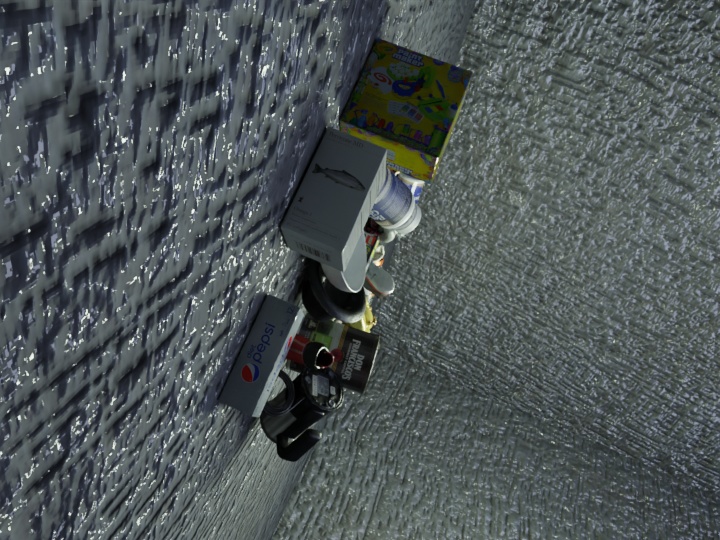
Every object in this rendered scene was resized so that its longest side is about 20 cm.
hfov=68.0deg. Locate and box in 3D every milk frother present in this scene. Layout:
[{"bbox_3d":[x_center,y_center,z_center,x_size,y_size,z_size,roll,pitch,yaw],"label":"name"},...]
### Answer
[{"bbox_3d":[-0.174,0.301,1.196,0.188,0.199,0.181,-44,-165,32],"label":"milk frother"}]

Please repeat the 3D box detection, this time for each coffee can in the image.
[{"bbox_3d":[-0.067,0.200,1.304,0.146,0.197,0.149,17,90,-89],"label":"coffee can"}]

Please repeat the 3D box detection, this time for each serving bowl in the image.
[{"bbox_3d":[-0.047,-0.052,1.158,0.200,0.065,0.204,-5,90,-72],"label":"serving bowl"}]

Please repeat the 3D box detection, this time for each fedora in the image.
[{"bbox_3d":[-0.074,0.050,1.220,0.091,0.201,0.201,-34,-170,26],"label":"fedora"}]

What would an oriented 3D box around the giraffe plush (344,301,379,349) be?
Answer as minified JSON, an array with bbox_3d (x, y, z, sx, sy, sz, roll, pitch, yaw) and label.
[{"bbox_3d":[-0.016,0.162,1.675,0.174,0.198,0.163,-63,179,27],"label":"giraffe plush"}]

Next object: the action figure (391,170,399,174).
[{"bbox_3d":[0.061,-0.230,1.341,0.194,0.199,0.105,-48,-141,11],"label":"action figure"}]

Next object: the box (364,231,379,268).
[{"bbox_3d":[-0.038,-0.010,1.335,0.035,0.108,0.202,78,34,-67],"label":"box"}]

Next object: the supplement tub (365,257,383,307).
[{"bbox_3d":[0.002,0.036,1.766,0.123,0.121,0.203,-52,162,-68],"label":"supplement tub"}]

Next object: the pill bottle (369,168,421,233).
[{"bbox_3d":[0.057,-0.166,1.237,0.199,0.110,0.113,34,75,-45],"label":"pill bottle"}]

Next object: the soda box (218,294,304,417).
[{"bbox_3d":[-0.171,0.150,0.941,0.064,0.067,0.203,85,27,-73],"label":"soda box"}]

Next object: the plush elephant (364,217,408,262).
[{"bbox_3d":[0.032,-0.119,1.507,0.154,0.166,0.200,-34,138,7],"label":"plush elephant"}]

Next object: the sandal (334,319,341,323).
[{"bbox_3d":[-0.075,0.143,1.535,0.202,0.057,0.080,-51,-163,-12],"label":"sandal"}]

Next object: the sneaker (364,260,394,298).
[{"bbox_3d":[0.000,0.000,1.420,0.077,0.200,0.082,-36,171,-37],"label":"sneaker"}]

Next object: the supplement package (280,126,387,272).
[{"bbox_3d":[-0.042,-0.122,0.936,0.118,0.115,0.203,89,23,-73],"label":"supplement package"}]

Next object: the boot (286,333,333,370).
[{"bbox_3d":[-0.121,0.165,1.078,0.200,0.142,0.073,89,22,-76],"label":"boot"}]

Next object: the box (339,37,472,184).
[{"bbox_3d":[0.088,-0.310,1.047,0.122,0.197,0.195,85,28,-76],"label":"box"}]

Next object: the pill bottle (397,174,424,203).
[{"bbox_3d":[0.185,-0.307,2.211,0.116,0.114,0.202,-57,167,-59],"label":"pill bottle"}]
